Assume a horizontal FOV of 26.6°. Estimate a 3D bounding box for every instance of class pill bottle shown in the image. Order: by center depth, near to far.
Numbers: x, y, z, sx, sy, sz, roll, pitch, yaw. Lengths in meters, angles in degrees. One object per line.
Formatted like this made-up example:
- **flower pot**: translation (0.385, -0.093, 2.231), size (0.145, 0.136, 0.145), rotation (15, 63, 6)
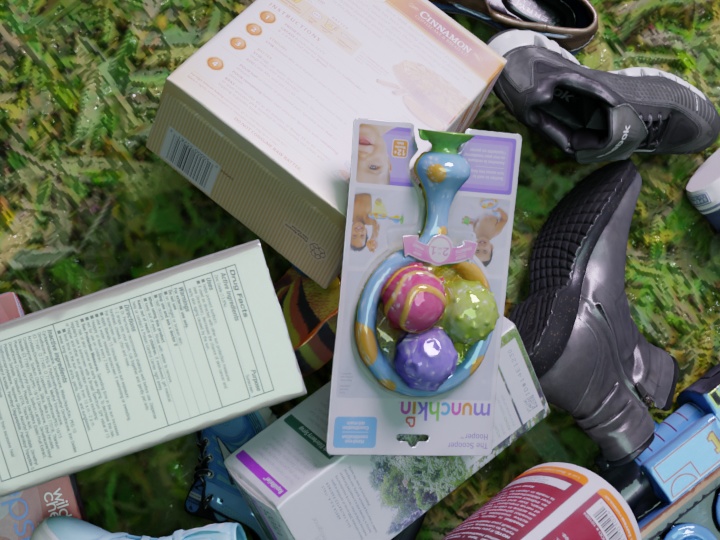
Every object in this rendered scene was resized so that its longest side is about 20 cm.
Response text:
- **pill bottle**: translation (0.097, 0.215, 1.007), size (0.199, 0.112, 0.114), rotation (-26, 94, -49)

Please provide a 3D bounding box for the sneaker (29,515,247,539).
- **sneaker**: translation (-0.110, 0.187, 0.958), size (0.198, 0.074, 0.083), rotation (25, 89, 8)

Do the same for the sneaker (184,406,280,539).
- **sneaker**: translation (-0.090, 0.129, 1.045), size (0.089, 0.078, 0.201), rotation (-33, 94, -7)

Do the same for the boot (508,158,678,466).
- **boot**: translation (0.182, 0.030, 1.106), size (0.131, 0.070, 0.201), rotation (39, 65, -21)

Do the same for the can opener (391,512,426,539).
- **can opener**: translation (-0.003, 0.209, 1.012), size (0.063, 0.079, 0.202), rotation (13, 66, 14)

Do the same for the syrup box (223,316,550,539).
- **syrup box**: translation (0.018, 0.108, 0.991), size (0.199, 0.081, 0.079), rotation (-35, 122, -15)

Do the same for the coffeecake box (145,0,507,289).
- **coffeecake box**: translation (-0.019, -0.112, 1.011), size (0.153, 0.073, 0.200), rotation (37, 52, 6)

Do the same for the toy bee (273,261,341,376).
- **toy bee**: translation (0.000, 0.000, 1.041), size (0.130, 0.108, 0.202), rotation (19, 101, -53)

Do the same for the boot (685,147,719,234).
- **boot**: translation (0.342, -0.091, 1.151), size (0.200, 0.073, 0.091), rotation (-42, 103, -2)

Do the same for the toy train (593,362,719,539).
- **toy train**: translation (0.253, 0.147, 1.113), size (0.199, 0.087, 0.115), rotation (-35, 86, -8)

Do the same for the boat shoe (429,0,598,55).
- **boat shoe**: translation (0.085, -0.219, 1.095), size (0.198, 0.072, 0.073), rotation (21, 84, -10)

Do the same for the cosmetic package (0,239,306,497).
- **cosmetic package**: translation (-0.142, 0.061, 0.957), size (0.197, 0.087, 0.105), rotation (-17, 89, -6)

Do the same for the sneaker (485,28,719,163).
- **sneaker**: translation (0.179, -0.107, 1.087), size (0.198, 0.091, 0.067), rotation (14, 124, -23)

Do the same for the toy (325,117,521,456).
- **toy**: translation (0.046, 0.014, 0.917), size (0.114, 0.047, 0.203), rotation (3, 91, -22)

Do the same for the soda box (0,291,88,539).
- **soda box**: translation (-0.234, 0.119, 1.022), size (0.069, 0.063, 0.203), rotation (-16, 92, -11)
